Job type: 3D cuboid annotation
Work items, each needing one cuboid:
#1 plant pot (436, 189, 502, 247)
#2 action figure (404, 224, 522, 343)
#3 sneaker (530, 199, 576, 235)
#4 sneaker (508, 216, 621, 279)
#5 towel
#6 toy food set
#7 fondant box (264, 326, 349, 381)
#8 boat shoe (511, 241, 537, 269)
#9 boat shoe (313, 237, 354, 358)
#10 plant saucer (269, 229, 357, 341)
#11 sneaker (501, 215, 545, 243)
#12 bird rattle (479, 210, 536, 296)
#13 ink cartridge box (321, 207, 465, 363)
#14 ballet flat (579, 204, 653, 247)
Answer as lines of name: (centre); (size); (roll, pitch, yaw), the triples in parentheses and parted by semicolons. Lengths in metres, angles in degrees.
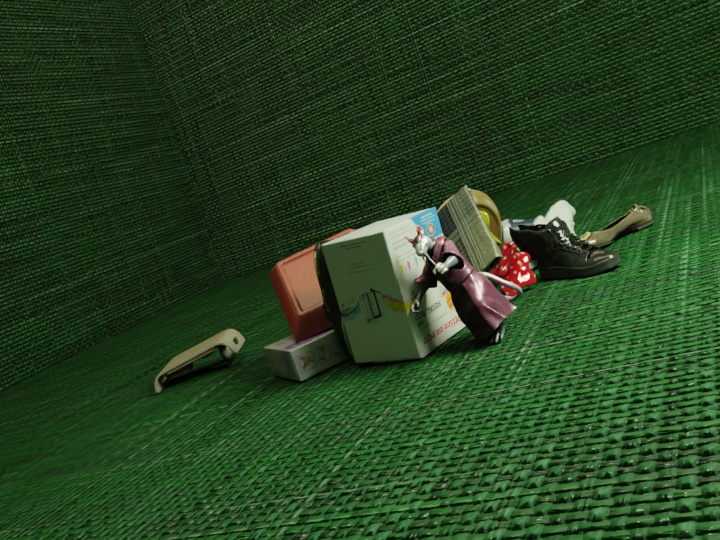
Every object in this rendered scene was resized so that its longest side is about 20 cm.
plant pot: (0.210, -0.055, 1.510); (0.197, 0.204, 0.027); (-23, 28, -27)
action figure: (0.147, 0.005, 1.117); (0.149, 0.201, 0.134); (-42, 5, -28)
sneaker: (0.390, -0.075, 1.529); (0.199, 0.086, 0.075); (-35, -24, -48)
sneaker: (0.351, -0.044, 1.336); (0.059, 0.107, 0.198); (-23, 7, -34)
towel: (0.159, -0.024, 1.369); (0.193, 0.034, 0.202); (-45, 39, 27)
toy food set: (-0.354, 0.203, 1.704); (0.197, 0.061, 0.144); (-28, 7, 3)
fondant box: (-0.057, 0.128, 1.379); (0.197, 0.059, 0.144); (-24, 8, -25)
boat shoe: (0.288, -0.022, 1.518); (0.198, 0.066, 0.074); (-22, 7, -21)
boat shoe: (-0.032, 0.049, 1.291); (0.060, 0.206, 0.071); (-6, 6, 38)
plant saucer: (-0.059, 0.012, 1.389); (0.196, 0.037, 0.201); (-25, 42, -6)
sneaker: (0.386, -0.079, 1.700); (0.143, 0.083, 0.200); (-5, 2, 11)
bird rattle: (0.221, -0.006, 1.404); (0.163, 0.201, 0.112); (-47, -43, 17)
ink cartridge box: (0.057, 0.026, 1.233); (0.143, 0.205, 0.146); (-10, 11, 43)
ballet flat: (0.486, -0.082, 1.495); (0.196, 0.047, 0.067); (-22, 6, -18)
